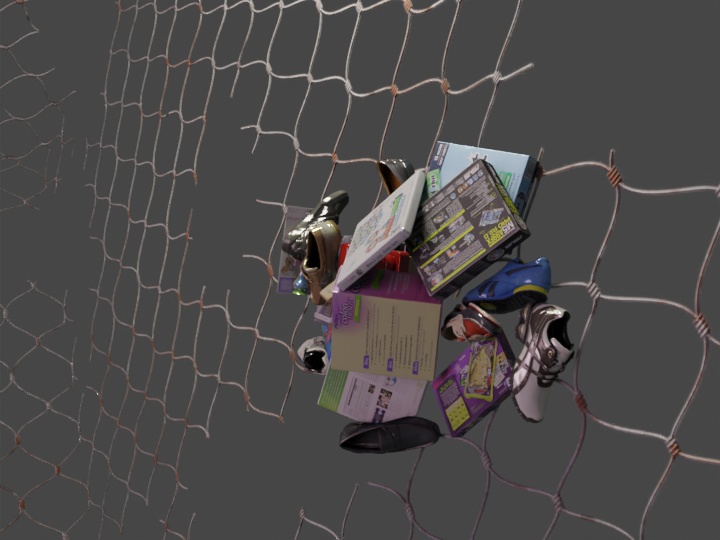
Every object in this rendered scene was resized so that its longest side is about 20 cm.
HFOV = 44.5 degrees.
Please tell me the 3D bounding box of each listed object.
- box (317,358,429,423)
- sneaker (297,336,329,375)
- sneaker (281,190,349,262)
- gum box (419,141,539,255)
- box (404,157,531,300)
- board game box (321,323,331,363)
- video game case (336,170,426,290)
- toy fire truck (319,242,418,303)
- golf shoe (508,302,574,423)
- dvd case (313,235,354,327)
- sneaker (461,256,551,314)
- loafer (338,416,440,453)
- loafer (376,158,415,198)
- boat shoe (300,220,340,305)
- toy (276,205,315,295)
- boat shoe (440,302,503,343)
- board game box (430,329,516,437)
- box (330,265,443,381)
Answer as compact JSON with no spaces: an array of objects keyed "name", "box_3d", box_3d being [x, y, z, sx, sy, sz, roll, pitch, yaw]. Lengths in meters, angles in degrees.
[{"name":"box","box_3d":[0.026,0.235,1.741,0.199,0.036,0.145,21,111,10]},{"name":"sneaker","box_3d":[-0.100,0.191,1.982,0.200,0.087,0.076,6,93,56]},{"name":"sneaker","box_3d":[-0.071,-0.087,1.944,0.114,0.199,0.076,35,152,15]},{"name":"gum box","box_3d":[0.201,-0.132,1.567,0.199,0.044,0.171,17,89,41]},{"name":"box","box_3d":[0.173,-0.070,1.516,0.200,0.044,0.161,-39,58,25]},{"name":"board game box","box_3d":[-0.031,0.109,1.871,0.200,0.045,0.153,-109,36,-64]},{"name":"video game case","box_3d":[0.039,-0.074,1.588,0.182,0.024,0.200,-40,20,34]},{"name":"toy fire truck","box_3d":[0.000,0.000,1.764,0.176,0.199,0.129,11,95,54]},{"name":"golf shoe","box_3d":[0.300,0.152,1.437,0.094,0.077,0.201,-1,87,54]},{"name":"dvd case","box_3d":[-0.056,0.021,1.928,0.149,0.016,0.201,-171,96,-74]},{"name":"sneaker","box_3d":[0.256,0.025,1.532,0.200,0.066,0.079,-21,52,54]},{"name":"loafer","box_3d":[0.055,0.325,1.700,0.200,0.070,0.068,-6,106,19]},{"name":"loafer","box_3d":[0.084,-0.141,1.771,0.073,0.072,0.201,-50,50,38]},{"name":"boat shoe","box_3d":[-0.091,-0.011,1.845,0.074,0.066,0.201,38,132,44]},{"name":"toy","box_3d":[-0.120,-0.040,2.007,0.047,0.115,0.201,23,105,58]},{"name":"boat shoe","box_3d":[0.191,0.099,1.546,0.063,0.071,0.200,-50,9,-8]},{"name":"board game box","box_3d":[0.210,0.203,1.598,0.200,0.032,0.120,-50,51,39]},{"name":"box","box_3d":[0.050,0.098,1.637,0.097,0.199,0.177,-75,-11,-57]}]
